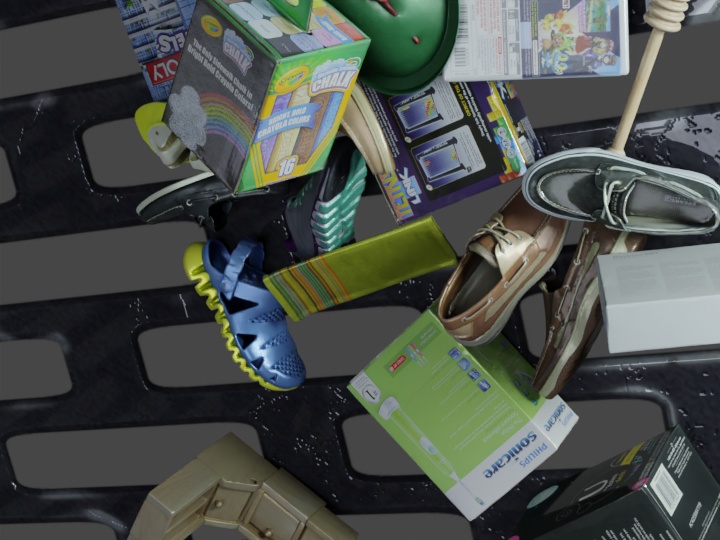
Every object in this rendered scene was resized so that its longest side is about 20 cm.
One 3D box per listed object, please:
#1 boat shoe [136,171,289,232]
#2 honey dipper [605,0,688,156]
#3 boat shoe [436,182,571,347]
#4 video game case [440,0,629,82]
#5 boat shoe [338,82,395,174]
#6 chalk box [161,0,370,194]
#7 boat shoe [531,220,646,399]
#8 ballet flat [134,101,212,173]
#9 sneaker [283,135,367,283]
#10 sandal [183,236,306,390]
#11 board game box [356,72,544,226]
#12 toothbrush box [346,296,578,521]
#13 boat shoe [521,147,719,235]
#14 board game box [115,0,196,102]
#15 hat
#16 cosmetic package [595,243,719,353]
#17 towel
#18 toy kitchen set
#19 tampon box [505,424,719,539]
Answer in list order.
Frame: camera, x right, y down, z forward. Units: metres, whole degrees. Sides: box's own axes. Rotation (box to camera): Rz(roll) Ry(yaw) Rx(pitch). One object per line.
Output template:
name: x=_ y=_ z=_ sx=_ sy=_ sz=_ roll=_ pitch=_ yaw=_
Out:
boat shoe: x=-0.160 y=-0.077 z=1.785 sx=0.198 sy=0.074 sz=0.067 roll=-21 pitch=87 yaw=21
honey dipper: x=0.273 y=-0.187 z=1.558 sx=0.038 sy=0.038 sz=0.202 roll=24 pitch=119 yaw=15
boat shoe: x=0.144 y=-0.016 z=1.625 sx=0.075 sy=0.072 sz=0.201 roll=30 pitch=92 yaw=37
video game case: x=0.164 y=-0.285 z=1.544 sx=0.180 sy=0.023 sz=0.202 roll=-1 pitch=101 yaw=11
boat shoe: x=-0.034 y=-0.174 z=1.617 sx=0.064 sy=0.071 sz=0.201 roll=-32 pitch=83 yaw=1
chalk box: x=-0.084 y=-0.196 z=1.516 sx=0.124 sy=0.123 sz=0.201 roll=44 pitch=130 yaw=26
boat shoe: x=0.216 y=0.032 z=1.651 sx=0.074 sy=0.075 sz=0.204 roll=31 pitch=107 yaw=15
ballet flat: x=-0.175 y=-0.136 z=1.719 sx=0.198 sy=0.067 sz=0.067 roll=11 pitch=140 yaw=31
sneaker: x=-0.050 y=-0.073 z=1.712 sx=0.087 sy=0.074 sz=0.201 roll=33 pitch=140 yaw=22
sandal: x=-0.117 y=0.043 z=1.810 sx=0.087 sy=0.079 sz=0.201 roll=-29 pitch=96 yaw=28
board game box: x=0.074 y=-0.168 z=1.648 sx=0.164 sy=0.057 sz=0.202 roll=-20 pitch=99 yaw=32
toothbrush box: x=0.109 y=0.141 z=1.732 sx=0.200 sy=0.086 sz=0.146 roll=47 pitch=121 yaw=4
boat shoe: x=0.255 y=-0.075 z=1.562 sx=0.198 sy=0.071 sz=0.073 roll=4 pitch=108 yaw=7
board game box: x=-0.160 y=-0.236 z=1.732 sx=0.198 sy=0.062 sz=0.202 roll=-15 pitch=101 yaw=29
hat: x=-0.019 y=-0.258 z=1.518 sx=0.164 sy=0.175 sz=0.202 roll=1 pitch=101 yaw=38
cosmetic package: x=0.325 y=0.020 z=1.512 sx=0.198 sy=0.151 sz=0.052 roll=-6 pitch=110 yaw=7
towel: x=0.000 y=0.000 z=1.717 sx=0.198 sy=0.018 sz=0.086 roll=-19 pitch=144 yaw=16
toy kitchen set: x=-0.148 y=0.336 z=1.873 sx=0.199 sy=0.180 sz=0.164 roll=36 pitch=121 yaw=14
tampon box: x=0.265 y=0.278 z=1.671 sx=0.199 sy=0.150 sz=0.127 roll=-32 pitch=94 yaw=31
